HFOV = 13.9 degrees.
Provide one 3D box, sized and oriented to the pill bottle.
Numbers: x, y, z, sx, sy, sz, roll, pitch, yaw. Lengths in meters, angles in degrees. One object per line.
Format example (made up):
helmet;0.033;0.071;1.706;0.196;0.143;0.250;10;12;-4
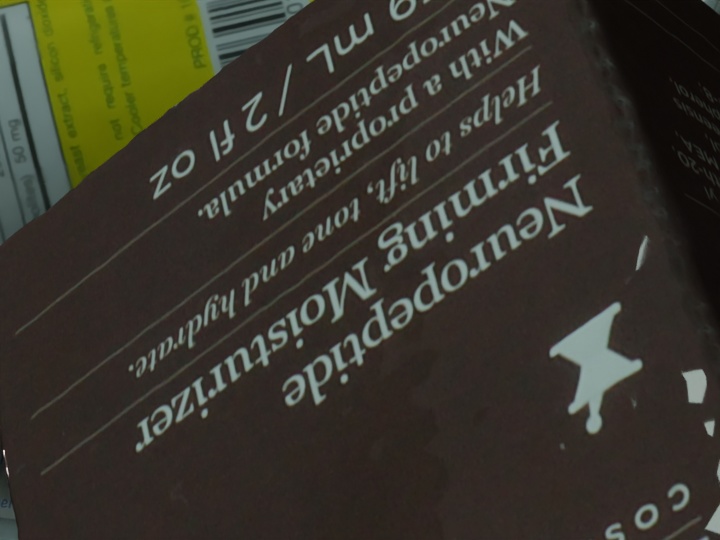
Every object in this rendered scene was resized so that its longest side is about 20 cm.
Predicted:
pill bottle;-0.082;-0.027;0.714;0.200;0.109;0.109;-13;35;-3

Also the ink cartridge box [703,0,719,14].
ink cartridge box;0.000;0.000;0.838;0.200;0.043;0.197;19;84;48

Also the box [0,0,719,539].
box;0.043;0.061;0.615;0.166;0.164;0.200;-36;46;21

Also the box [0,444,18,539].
box;-0.095;0.040;0.766;0.156;0.041;0.200;18;66;12
